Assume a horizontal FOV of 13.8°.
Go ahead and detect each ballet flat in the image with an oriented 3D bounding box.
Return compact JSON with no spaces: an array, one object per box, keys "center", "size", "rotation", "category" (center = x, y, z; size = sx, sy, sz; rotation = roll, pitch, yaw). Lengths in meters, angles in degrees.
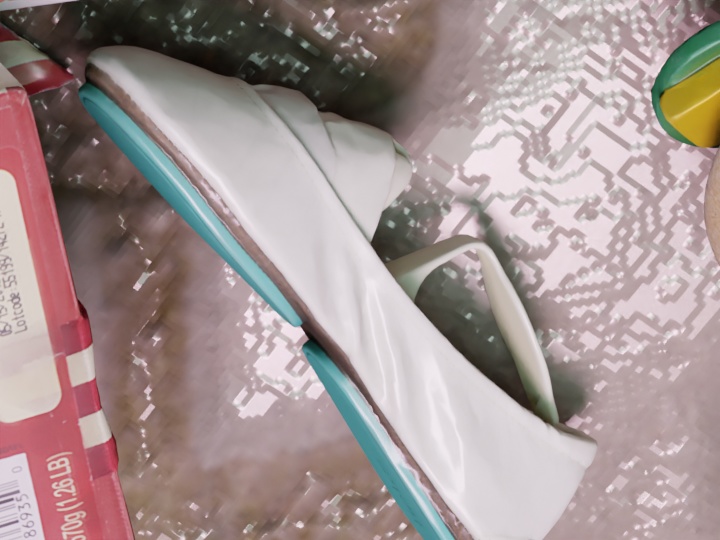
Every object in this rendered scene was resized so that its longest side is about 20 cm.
[{"center":[0.000,0.000,0.828],"size":[0.069,0.069,0.200],"rotation":[-32,115,12],"category":"ballet flat"}]

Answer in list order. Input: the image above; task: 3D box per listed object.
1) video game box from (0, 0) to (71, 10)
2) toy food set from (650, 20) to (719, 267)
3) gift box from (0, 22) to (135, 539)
[{"center":[-0.088,-0.161,0.705],"size":[0.182,0.047,0.201],"rotation":[-8,80,-1],"category":"video game box"},{"center":[0.183,-0.046,0.779],"size":[0.200,0.049,0.198],"rotation":[-30,145,23],"category":"toy food set"},{"center":[-0.150,0.024,0.766],"size":[0.199,0.187,0.185],"rotation":[-13,113,-18],"category":"gift box"}]
